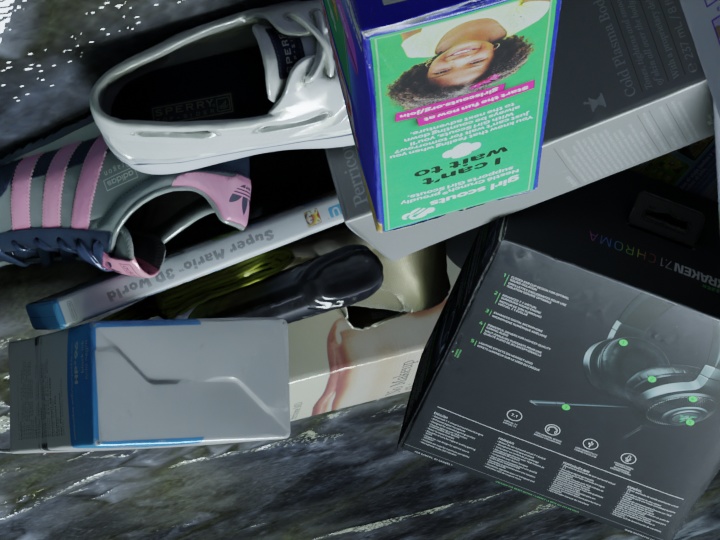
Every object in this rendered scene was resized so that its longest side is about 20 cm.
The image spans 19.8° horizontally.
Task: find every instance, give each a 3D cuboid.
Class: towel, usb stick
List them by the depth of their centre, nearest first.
[{"bbox_3d":[-0.047,0.017,1.201,0.055,0.033,0.200,-18,180,-25],"label":"usb stick"},{"bbox_3d":[-0.104,0.017,1.238,0.085,0.018,0.200,-21,-179,-19],"label":"towel"}]

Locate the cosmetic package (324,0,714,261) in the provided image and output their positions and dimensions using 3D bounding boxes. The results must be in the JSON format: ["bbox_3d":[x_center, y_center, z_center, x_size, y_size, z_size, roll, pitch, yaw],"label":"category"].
[{"bbox_3d":[0.077,-0.093,1.045,0.199,0.108,0.090,-22,161,10],"label":"cosmetic package"}]

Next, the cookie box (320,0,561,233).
[{"bbox_3d":[0.018,-0.130,0.779,0.075,0.173,0.200,-13,162,-1],"label":"cookie box"}]

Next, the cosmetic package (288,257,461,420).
[{"bbox_3d":[0.028,0.029,1.386,0.198,0.088,0.103,-13,163,-10],"label":"cosmetic package"}]

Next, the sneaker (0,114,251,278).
[{"bbox_3d":[-0.144,-0.026,1.076,0.199,0.083,0.070,-25,158,25],"label":"sneaker"}]

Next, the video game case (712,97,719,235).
[{"bbox_3d":[0.233,-0.029,1.047,0.023,0.202,0.181,6,-161,37],"label":"video game case"}]

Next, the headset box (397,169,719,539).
[{"bbox_3d":[0.135,0.037,1.154,0.173,0.093,0.201,19,135,-2],"label":"headset box"}]

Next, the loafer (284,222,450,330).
[{"bbox_3d":[0.000,0.000,1.238,0.075,0.069,0.200,-20,-178,-15],"label":"loafer"}]

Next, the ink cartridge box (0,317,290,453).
[{"bbox_3d":[-0.131,0.068,1.173,0.115,0.069,0.200,0,174,-26],"label":"ink cartridge box"}]

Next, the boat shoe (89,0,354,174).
[{"bbox_3d":[-0.034,-0.094,0.994,0.198,0.074,0.065,-20,166,4],"label":"boat shoe"}]

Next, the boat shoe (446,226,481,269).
[{"bbox_3d":[0.121,-0.076,1.199,0.200,0.072,0.066,-55,179,36],"label":"boat shoe"}]

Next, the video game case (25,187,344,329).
[{"bbox_3d":[-0.087,-0.009,1.165,0.199,0.018,0.143,-22,-177,-15],"label":"video game case"}]

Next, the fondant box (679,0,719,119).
[{"bbox_3d":[0.215,-0.115,0.950,0.143,0.202,0.058,2,155,-43],"label":"fondant box"}]

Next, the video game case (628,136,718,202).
[{"bbox_3d":[0.166,-0.043,1.155,0.199,0.018,0.143,29,129,-12],"label":"video game case"}]
